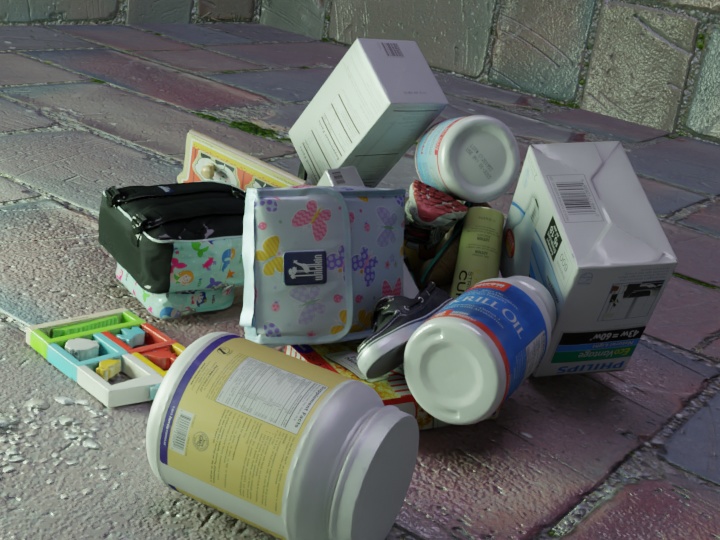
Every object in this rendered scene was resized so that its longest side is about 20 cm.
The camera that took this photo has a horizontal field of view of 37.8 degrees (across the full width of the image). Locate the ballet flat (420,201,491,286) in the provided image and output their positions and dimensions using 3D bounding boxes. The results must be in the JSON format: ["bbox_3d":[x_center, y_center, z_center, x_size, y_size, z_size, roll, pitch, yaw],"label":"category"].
[{"bbox_3d":[0.143,-0.028,1.389,0.072,0.068,0.200,33,38,2],"label":"ballet flat"}]

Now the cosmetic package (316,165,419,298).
[{"bbox_3d":[0.002,-0.023,1.294,0.050,0.083,0.202,-11,64,-35],"label":"cosmetic package"}]

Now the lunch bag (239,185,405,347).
[{"bbox_3d":[-0.044,-0.008,1.155,0.126,0.172,0.198,5,5,45],"label":"lunch bag"}]

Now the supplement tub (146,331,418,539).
[{"bbox_3d":[-0.064,0.148,0.893,0.198,0.147,0.145,18,21,23],"label":"supplement tub"}]

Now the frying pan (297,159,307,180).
[{"bbox_3d":[-0.100,-0.083,1.527,0.031,0.114,0.192,32,39,-36],"label":"frying pan"}]

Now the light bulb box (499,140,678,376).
[{"bbox_3d":[0.258,-0.012,1.249,0.123,0.201,0.200,-3,49,-11],"label":"light bulb box"}]

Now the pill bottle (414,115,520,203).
[{"bbox_3d":[0.133,-0.149,1.402,0.107,0.110,0.200,5,5,-11],"label":"pill bottle"}]

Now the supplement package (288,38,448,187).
[{"bbox_3d":[0.006,-0.209,1.448,0.113,0.200,0.110,-7,63,-41],"label":"supplement package"}]

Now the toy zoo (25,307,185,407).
[{"bbox_3d":[-0.254,0.096,1.135,0.199,0.021,0.130,26,26,38],"label":"toy zoo"}]

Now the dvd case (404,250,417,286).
[{"bbox_3d":[0.000,0.000,1.345,0.144,0.022,0.202,-3,58,-29],"label":"dvd case"}]

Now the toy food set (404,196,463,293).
[{"bbox_3d":[0.047,-0.038,1.443,0.197,0.146,0.060,3,-10,-18],"label":"toy food set"}]

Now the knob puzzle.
[{"bbox_3d":[-0.169,-0.081,1.443,0.217,0.221,0.031,16,50,18],"label":"knob puzzle"}]

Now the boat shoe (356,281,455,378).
[{"bbox_3d":[0.044,0.054,1.130,0.066,0.070,0.199,47,35,12],"label":"boat shoe"}]

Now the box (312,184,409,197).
[{"bbox_3d":[0.029,-0.058,1.545,0.197,0.114,0.101,2,16,-17],"label":"box"}]

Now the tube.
[{"bbox_3d":[0.142,0.023,1.298,0.058,0.203,0.052,-3,-20,41],"label":"tube"}]

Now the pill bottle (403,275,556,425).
[{"bbox_3d":[0.134,0.073,1.102,0.111,0.114,0.200,18,25,23],"label":"pill bottle"}]

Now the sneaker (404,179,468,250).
[{"bbox_3d":[0.087,-0.061,1.337,0.077,0.083,0.200,27,2,5],"label":"sneaker"}]

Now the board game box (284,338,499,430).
[{"bbox_3d":[0.035,0.121,1.157,0.198,0.047,0.151,-4,24,-33],"label":"board game box"}]

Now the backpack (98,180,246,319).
[{"bbox_3d":[-0.210,-0.036,1.321,0.198,0.152,0.177,-16,36,-35],"label":"backpack"}]
